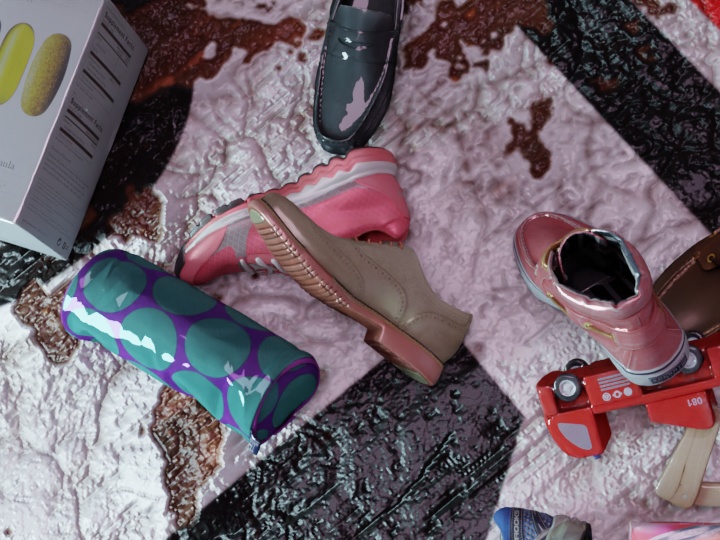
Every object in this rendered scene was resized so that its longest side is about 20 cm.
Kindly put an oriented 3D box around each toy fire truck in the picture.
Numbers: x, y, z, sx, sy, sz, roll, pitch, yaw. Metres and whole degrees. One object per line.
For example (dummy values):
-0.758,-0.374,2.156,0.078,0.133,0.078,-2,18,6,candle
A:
0.239,0.120,1.037,0.199,0.049,0.142,-16,96,20,toy fire truck

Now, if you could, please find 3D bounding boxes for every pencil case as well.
-0.135,0.060,1.116,0.200,0.093,0.085,29,44,18,pencil case

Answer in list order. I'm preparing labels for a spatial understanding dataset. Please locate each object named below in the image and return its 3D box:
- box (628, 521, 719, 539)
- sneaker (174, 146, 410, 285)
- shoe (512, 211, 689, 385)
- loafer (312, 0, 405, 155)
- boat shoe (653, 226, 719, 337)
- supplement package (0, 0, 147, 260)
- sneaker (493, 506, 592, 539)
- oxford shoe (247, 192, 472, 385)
0.228,0.221,0.942,0.102,0.200,0.095,-1,75,11,box
-0.052,-0.023,1.130,0.199,0.074,0.087,-25,76,5,sneaker
0.161,-0.006,1.031,0.071,0.091,0.200,-35,40,-1,shoe
-0.001,-0.194,1.165,0.068,0.070,0.201,11,78,14,loafer
0.283,-0.006,1.059,0.200,0.068,0.072,-38,75,4,boat shoe
-0.274,-0.129,1.180,0.113,0.110,0.201,16,79,14,supplement package
0.095,0.263,1.033,0.085,0.077,0.201,20,72,25,sneaker
0.000,0.000,1.089,0.200,0.071,0.074,42,79,-17,oxford shoe
